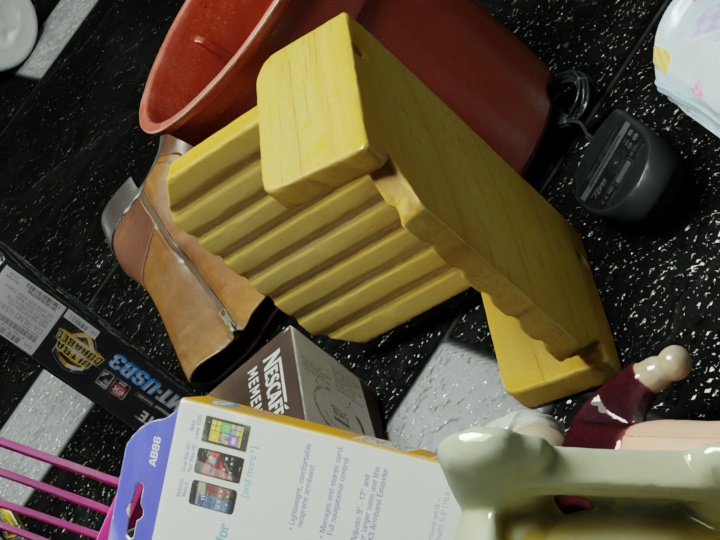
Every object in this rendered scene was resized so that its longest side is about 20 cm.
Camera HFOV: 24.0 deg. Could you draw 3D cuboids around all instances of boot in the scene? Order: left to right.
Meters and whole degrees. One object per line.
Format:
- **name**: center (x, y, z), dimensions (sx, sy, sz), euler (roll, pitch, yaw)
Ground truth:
- **boot**: center (-0.100, -0.044, 1.206), dimensions (0.188, 0.068, 0.200), euler (-49, 41, 7)

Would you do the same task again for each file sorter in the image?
- **file sorter**: center (-0.204, 0.194, 0.961), dimensions (0.200, 0.125, 0.140), euler (105, -175, -60)

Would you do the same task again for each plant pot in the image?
- **plant pot**: center (0.001, -0.119, 1.036), dimensions (0.201, 0.195, 0.201), euler (-46, 25, 28)

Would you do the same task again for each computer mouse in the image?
- **computer mouse**: center (0.141, -0.073, 0.983), dimensions (0.059, 0.034, 0.200), euler (-60, 21, 15)

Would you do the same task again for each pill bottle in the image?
- **pill bottle**: center (-0.468, -0.281, 1.990), dimensions (0.199, 0.111, 0.111), euler (2, 57, 55)

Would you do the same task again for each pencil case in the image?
- **pencil case**: center (0.213, -0.080, 0.827), dimensions (0.091, 0.083, 0.200), euler (-43, 29, 13)

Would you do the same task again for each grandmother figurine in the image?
- **grandmother figurine**: center (0.126, 0.092, 0.778), dimensions (0.199, 0.060, 0.122), euler (-3, 58, 52)

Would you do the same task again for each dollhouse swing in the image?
- **dollhouse swing**: center (0.000, 0.000, 0.914), dimensions (0.175, 0.200, 0.182), euler (-37, 32, 21)

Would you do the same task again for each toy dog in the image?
- **toy dog**: center (0.086, 0.180, 0.639), dimensions (0.194, 0.138, 0.201), euler (101, 175, -62)

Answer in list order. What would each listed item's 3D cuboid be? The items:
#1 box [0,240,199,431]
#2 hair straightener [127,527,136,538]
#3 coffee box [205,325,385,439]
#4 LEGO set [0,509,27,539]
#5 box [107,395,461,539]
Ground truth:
- **box**: center (-0.206, 0.040, 1.162), dimensions (0.050, 0.198, 0.200), euler (-51, 29, -5)
- **hair straightener**: center (-0.124, 0.183, 0.922), dimensions (0.201, 0.041, 0.077), euler (97, 168, -52)
- **coffee box**: center (-0.042, 0.141, 0.937), dimensions (0.113, 0.080, 0.201), euler (-40, 31, 19)
- **LEGO set**: center (-0.282, 0.219, 1.116), dimensions (0.153, 0.200, 0.116), euler (-32, 63, -9)
- **box**: center (-0.023, 0.134, 0.804), dimensions (0.199, 0.041, 0.120), euler (13, 91, 18)
